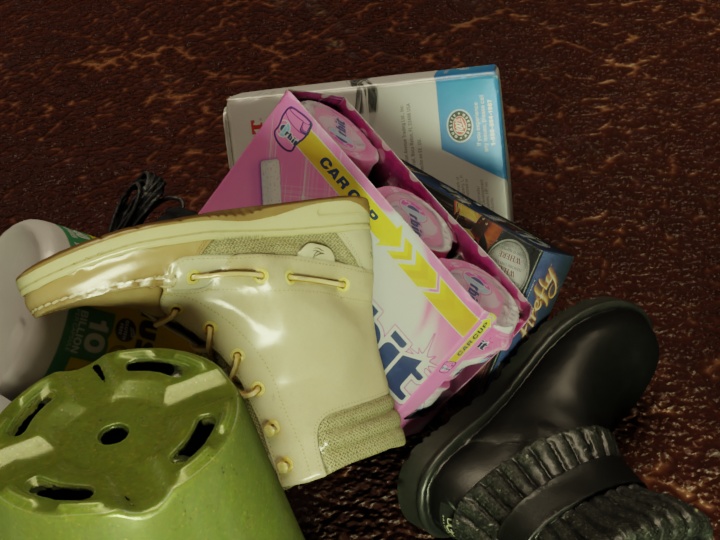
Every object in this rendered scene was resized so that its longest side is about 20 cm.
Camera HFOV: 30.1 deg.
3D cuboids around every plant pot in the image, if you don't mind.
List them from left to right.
[{"bbox_3d":[-0.101,0.147,0.657,0.199,0.191,0.200,-7,31,4],"label":"plant pot"}]

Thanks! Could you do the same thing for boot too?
[{"bbox_3d":[-0.075,0.048,0.726,0.199,0.156,0.073,-10,0,-25],"label":"boot"},{"bbox_3d":[0.141,0.107,0.756,0.211,0.080,0.158,-40,35,-24],"label":"boot"}]

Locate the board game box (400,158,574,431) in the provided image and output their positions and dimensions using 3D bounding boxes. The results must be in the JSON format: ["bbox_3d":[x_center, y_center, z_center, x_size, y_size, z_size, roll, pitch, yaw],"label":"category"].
[{"bbox_3d":[0.036,0.010,0.884,0.035,0.136,0.200,9,18,-43],"label":"board game box"}]

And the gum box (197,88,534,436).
[{"bbox_3d":[0.000,0.000,0.816,0.200,0.114,0.066,50,26,21],"label":"gum box"}]

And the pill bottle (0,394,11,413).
[{"bbox_3d":[-0.246,0.142,0.660,0.114,0.115,0.200,9,28,27],"label":"pill bottle"}]

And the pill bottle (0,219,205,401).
[{"bbox_3d":[-0.131,0.049,0.819,0.199,0.113,0.113,20,13,-37],"label":"pill bottle"}]

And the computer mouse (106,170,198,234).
[{"bbox_3d":[-0.126,0.010,0.955,0.199,0.053,0.139,20,85,31],"label":"computer mouse"}]

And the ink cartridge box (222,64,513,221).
[{"bbox_3d":[0.011,-0.069,0.997,0.199,0.147,0.086,-4,13,9],"label":"ink cartridge box"}]
